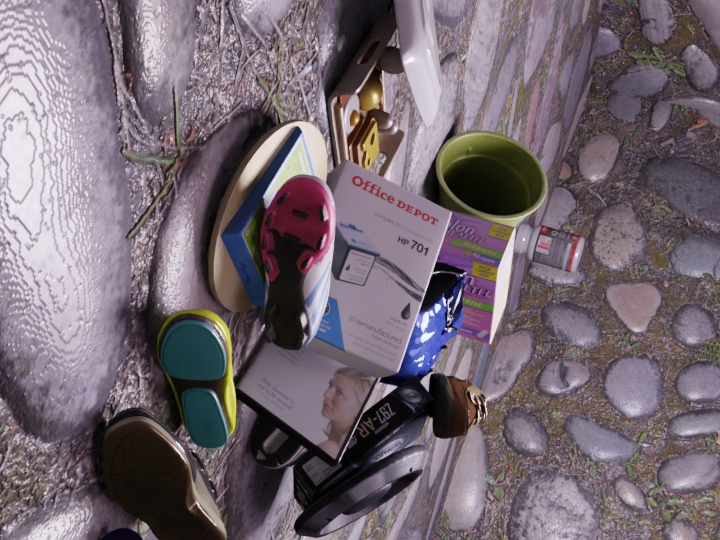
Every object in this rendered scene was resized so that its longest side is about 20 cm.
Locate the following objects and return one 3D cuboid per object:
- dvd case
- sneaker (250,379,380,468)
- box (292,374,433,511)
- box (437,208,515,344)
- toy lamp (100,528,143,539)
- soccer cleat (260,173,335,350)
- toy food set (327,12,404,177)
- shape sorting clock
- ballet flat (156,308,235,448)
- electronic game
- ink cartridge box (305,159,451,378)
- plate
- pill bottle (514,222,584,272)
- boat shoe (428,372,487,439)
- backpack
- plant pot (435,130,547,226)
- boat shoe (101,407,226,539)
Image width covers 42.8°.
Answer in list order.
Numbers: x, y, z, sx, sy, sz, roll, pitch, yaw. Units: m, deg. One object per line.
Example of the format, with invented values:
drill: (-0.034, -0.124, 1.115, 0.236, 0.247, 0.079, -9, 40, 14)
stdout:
dvd case: (-0.044, 0.106, 1.065, 0.018, 0.142, 0.201, -44, -167, 50)
sneaker: (-0.052, 0.171, 1.151, 0.200, 0.076, 0.116, -40, 166, -10)
box: (0.001, 0.236, 1.211, 0.199, 0.044, 0.161, -35, 160, -19)
box: (0.159, 0.006, 1.555, 0.202, 0.174, 0.097, 88, 24, -48)
toy lamp: (-0.193, 0.292, 0.880, 0.201, 0.057, 0.059, 71, 38, -60)
soccer cleat: (-0.060, -0.017, 0.895, 0.087, 0.069, 0.202, -66, 170, -54)
toy food set: (0.021, -0.191, 1.119, 0.201, 0.060, 0.145, 83, 28, -52)
shape sorting clock: (-0.091, -0.053, 0.915, 0.201, 0.039, 0.202, -56, 157, -38)
ballet flat: (-0.147, 0.085, 0.847, 0.202, 0.066, 0.068, 92, 1, -47)
electronic game: (0.002, 0.283, 1.181, 0.198, 0.042, 0.200, -29, 161, -11)
ink cartridge box: (0.000, 0.000, 1.047, 0.203, 0.145, 0.086, -70, -167, -15)
plate: (0.066, -0.296, 1.078, 0.200, 0.032, 0.203, 48, 37, -72)
pill bottle: (0.578, -0.074, 2.819, 0.116, 0.197, 0.118, 17, 90, -74)
boat shoe: (0.130, 0.172, 1.194, 0.200, 0.073, 0.077, -87, -178, -86)
backpack: (0.050, 0.076, 1.265, 0.200, 0.160, 0.171, -34, 126, -61)
plant pot: (0.211, -0.111, 1.650, 0.191, 0.198, 0.201, 105, 12, -52)
boat shoe: (-0.176, 0.185, 0.825, 0.066, 0.071, 0.202, -111, -179, -49)
